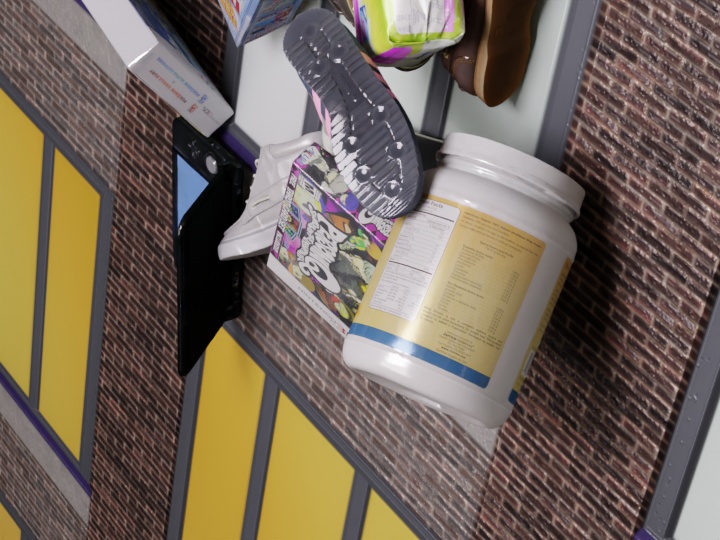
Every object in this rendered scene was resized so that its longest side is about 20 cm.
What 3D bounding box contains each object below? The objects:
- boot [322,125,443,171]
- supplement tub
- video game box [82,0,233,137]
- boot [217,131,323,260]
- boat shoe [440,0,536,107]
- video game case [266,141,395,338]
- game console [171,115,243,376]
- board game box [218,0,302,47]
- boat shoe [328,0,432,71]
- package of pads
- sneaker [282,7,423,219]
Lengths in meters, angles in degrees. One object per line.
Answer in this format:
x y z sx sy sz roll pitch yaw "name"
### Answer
0.050 -0.044 1.661 0.199 0.072 0.145 31 141 39 "boot"
0.085 0.008 1.484 0.144 0.144 0.202 15 79 52 "supplement tub"
-0.224 -0.246 1.887 0.201 0.047 0.182 54 -176 26 "video game box"
-0.080 -0.074 1.838 0.199 0.073 0.097 -20 81 49 "boot"
0.104 -0.224 1.482 0.070 0.070 0.201 45 138 30 "boat shoe"
0.000 0.000 1.685 0.181 0.036 0.200 42 154 11 "video game case"
-0.185 -0.028 1.946 0.176 0.116 0.201 42 140 38 "game console"
-0.110 -0.298 1.710 0.201 0.061 0.200 62 168 15 "board game box"
0.004 -0.252 1.631 0.201 0.073 0.065 61 165 17 "boat shoe"
0.033 -0.270 1.498 0.154 0.067 0.202 -178 84 -80 "package of pads"
0.007 -0.118 1.500 0.082 0.070 0.201 41 -158 -60 "sneaker"
